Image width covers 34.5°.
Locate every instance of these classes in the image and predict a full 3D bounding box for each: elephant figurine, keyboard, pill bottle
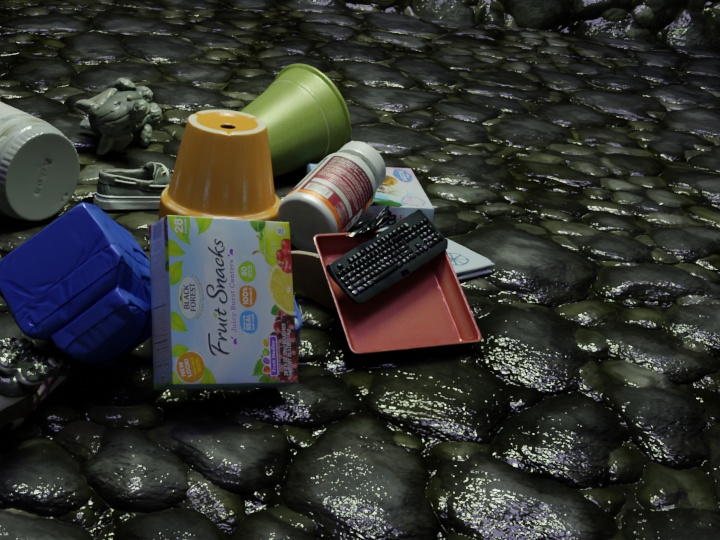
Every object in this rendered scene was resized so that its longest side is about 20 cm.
[{"bbox_3d":[-0.454,-0.283,2.133,0.141,0.156,0.200,30,16,-2],"label":"elephant figurine"},{"bbox_3d":[0.034,-0.036,1.618,0.104,0.040,0.199,45,50,16],"label":"keyboard"},{"bbox_3d":[-0.042,-0.122,1.877,0.109,0.110,0.200,17,41,22],"label":"pill bottle"}]

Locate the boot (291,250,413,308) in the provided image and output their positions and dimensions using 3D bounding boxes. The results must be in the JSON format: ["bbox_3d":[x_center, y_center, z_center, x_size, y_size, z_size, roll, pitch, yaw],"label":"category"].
[{"bbox_3d":[0.000,0.000,1.708,0.199,0.071,0.146,29,37,14],"label":"boot"}]

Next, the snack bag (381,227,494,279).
[{"bbox_3d":[0.084,-0.025,1.861,0.188,0.022,0.199,-13,32,-39],"label":"snack bag"}]

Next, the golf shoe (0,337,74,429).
[{"bbox_3d":[-0.388,0.129,1.318,0.077,0.089,0.200,29,0,1],"label":"golf shoe"}]

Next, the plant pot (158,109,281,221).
[{"bbox_3d":[-0.219,-0.150,1.852,0.198,0.185,0.201,6,24,-3],"label":"plant pot"}]

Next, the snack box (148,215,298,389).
[{"bbox_3d":[-0.166,0.041,1.402,0.167,0.202,0.068,3,-13,-31],"label":"snack box"}]

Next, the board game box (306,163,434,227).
[{"bbox_3d":[0.013,-0.133,2.054,0.198,0.042,0.200,2,25,-12],"label":"board game box"}]

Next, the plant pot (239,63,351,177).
[{"bbox_3d":[-0.150,-0.252,2.129,0.199,0.202,0.190,23,40,31],"label":"plant pot"}]

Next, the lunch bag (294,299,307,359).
[{"bbox_3d":[-0.170,0.066,1.524,0.198,0.076,0.161,0,27,-12],"label":"lunch bag"}]

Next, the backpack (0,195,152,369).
[{"bbox_3d":[-0.330,0.034,1.414,0.162,0.169,0.200,-30,-11,0],"label":"backpack"}]

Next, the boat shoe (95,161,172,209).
[{"bbox_3d":[-0.346,-0.145,1.945,0.199,0.072,0.072,-10,29,-35],"label":"boat shoe"}]

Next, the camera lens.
[{"bbox_3d":[-0.566,-0.178,1.847,0.199,0.161,0.159,24,29,33],"label":"camera lens"}]

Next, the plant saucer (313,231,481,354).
[{"bbox_3d":[0.046,0.034,1.616,0.198,0.037,0.201,-4,55,-24],"label":"plant saucer"}]
